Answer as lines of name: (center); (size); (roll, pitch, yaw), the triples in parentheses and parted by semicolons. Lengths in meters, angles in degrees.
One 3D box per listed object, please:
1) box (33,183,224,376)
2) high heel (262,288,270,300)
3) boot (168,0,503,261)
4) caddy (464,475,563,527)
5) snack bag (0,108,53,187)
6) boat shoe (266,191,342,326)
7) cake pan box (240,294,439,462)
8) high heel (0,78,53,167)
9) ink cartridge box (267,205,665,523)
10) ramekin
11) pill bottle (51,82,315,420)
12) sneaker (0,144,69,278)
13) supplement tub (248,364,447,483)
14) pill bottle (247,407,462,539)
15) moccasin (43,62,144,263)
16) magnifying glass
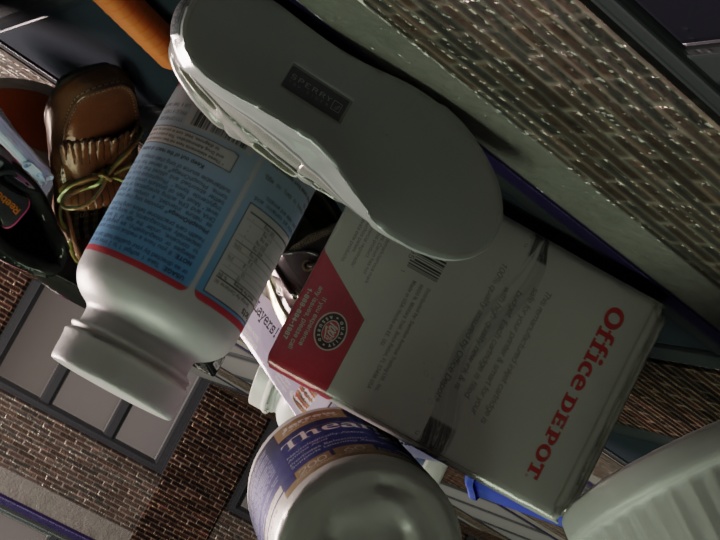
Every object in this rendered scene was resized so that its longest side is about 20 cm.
box: (-0.204, -0.007, 1.302); (0.199, 0.125, 0.149); (28, 167, 6)
high heel: (0.000, 0.000, 1.022); (0.199, 0.068, 0.096); (29, 133, -24)
boot: (-0.016, -0.077, 0.724); (0.199, 0.074, 0.096); (39, 173, -10)
caddy: (0.122, 0.100, 0.966); (0.104, 0.142, 0.200); (22, 167, 12)
snack bag: (-0.285, -0.161, 0.896); (0.200, 0.021, 0.189); (50, 174, 19)
boat shoe: (-0.029, -0.006, 0.899); (0.201, 0.071, 0.065); (54, 154, 24)
cake pan box: (-0.010, 0.067, 1.097); (0.183, 0.052, 0.200); (20, -159, -45)
high heel: (-0.244, -0.092, 1.111); (0.199, 0.068, 0.096); (30, 157, -30)
ink cartridge box: (0.062, 0.040, 0.823); (0.199, 0.147, 0.085); (29, 174, -1)
ramekin: (0.219, 0.143, 0.755); (0.202, 0.201, 0.095); (56, -169, -67)
pill bottle: (-0.104, -0.017, 0.831); (0.108, 0.201, 0.109); (27, 168, 6)
sneaker: (-0.268, -0.067, 0.956); (0.086, 0.081, 0.200); (29, 167, 42)
supplement tub: (0.006, 0.118, 1.306); (0.199, 0.145, 0.144); (26, 169, 6)
pill bottle: (-0.012, 0.148, 0.845); (0.110, 0.112, 0.200); (30, 180, -12)
moccasin: (-0.193, -0.071, 0.988); (0.078, 0.073, 0.202); (61, 148, 27)
magnifying glass: (-0.158, -0.171, 0.736); (0.079, 0.023, 0.200); (19, 166, 38)
